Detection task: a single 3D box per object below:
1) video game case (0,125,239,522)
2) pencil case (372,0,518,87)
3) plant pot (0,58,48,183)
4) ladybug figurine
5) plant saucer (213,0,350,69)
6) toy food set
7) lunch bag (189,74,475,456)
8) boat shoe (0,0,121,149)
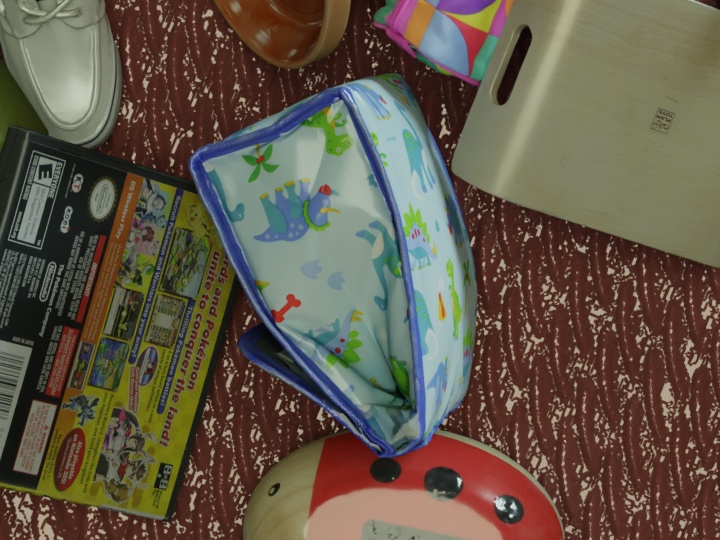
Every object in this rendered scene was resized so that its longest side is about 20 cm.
[{"bbox_3d":[-0.157,0.035,1.595,0.180,0.025,0.201,17,89,-42],"label":"video game case"},{"bbox_3d":[0.080,-0.208,1.568,0.088,0.088,0.201,24,102,1],"label":"pencil case"},{"bbox_3d":[-0.285,-0.108,1.587,0.200,0.200,0.190,-43,101,0],"label":"plant pot"},{"bbox_3d":[0.028,0.159,1.620,0.199,0.072,0.137,3,84,2],"label":"ladybug figurine"},{"bbox_3d":[-0.057,-0.215,1.574,0.032,0.200,0.201,-22,89,-23],"label":"plant saucer"},{"bbox_3d":[0.162,-0.095,1.594,0.199,0.060,0.144,16,103,-27],"label":"toy food set"},{"bbox_3d":[0.000,0.000,1.569,0.127,0.170,0.201,-25,92,15],"label":"lunch bag"},{"bbox_3d":[-0.190,-0.169,1.633,0.073,0.065,0.201,-15,89,0],"label":"boat shoe"}]
